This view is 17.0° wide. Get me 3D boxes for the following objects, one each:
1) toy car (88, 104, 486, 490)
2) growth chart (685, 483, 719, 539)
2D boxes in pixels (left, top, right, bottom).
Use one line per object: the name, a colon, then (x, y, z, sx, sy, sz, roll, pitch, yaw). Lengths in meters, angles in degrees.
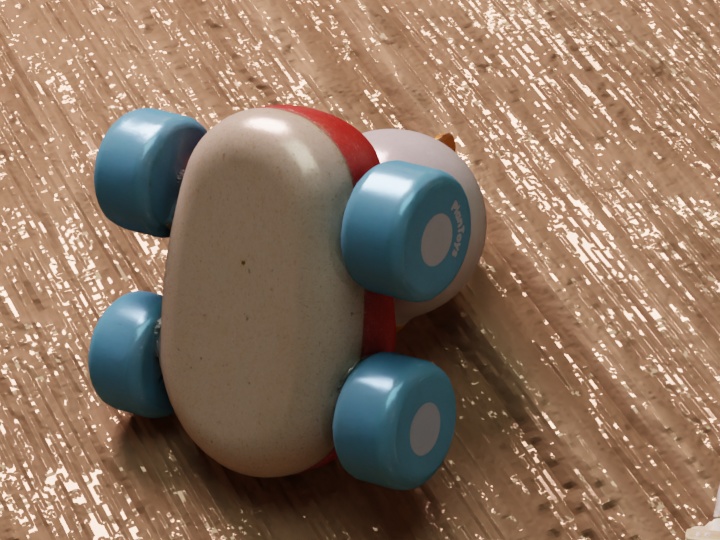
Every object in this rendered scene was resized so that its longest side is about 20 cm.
toy car: (0.000, 0.000, 1.183, 0.184, 0.177, 0.200, 13, 17, 35)
growth chart: (0.237, 0.094, 1.137, 0.145, 0.018, 0.200, 15, 47, 17)
